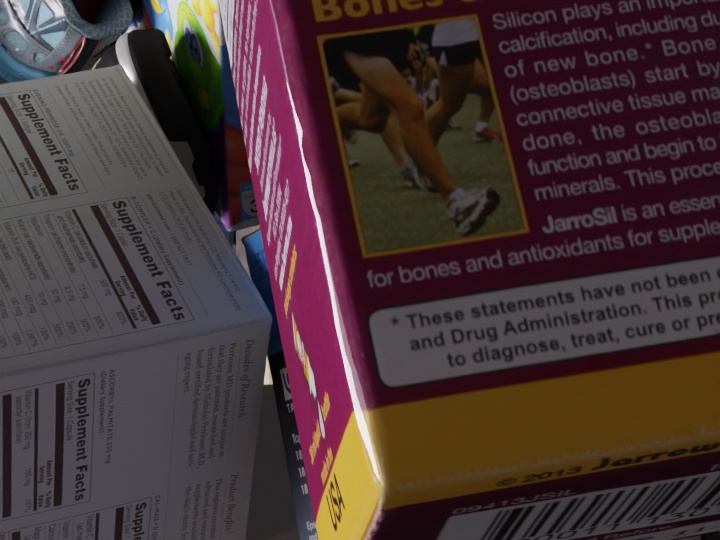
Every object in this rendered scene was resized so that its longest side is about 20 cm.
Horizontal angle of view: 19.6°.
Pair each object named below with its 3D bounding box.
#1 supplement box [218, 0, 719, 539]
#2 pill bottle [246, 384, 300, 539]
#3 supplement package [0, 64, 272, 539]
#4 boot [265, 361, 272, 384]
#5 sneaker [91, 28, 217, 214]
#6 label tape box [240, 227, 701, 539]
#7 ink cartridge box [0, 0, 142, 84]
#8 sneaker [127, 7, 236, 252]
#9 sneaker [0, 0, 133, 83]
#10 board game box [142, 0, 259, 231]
[{"bbox_3d":[0.039,-0.041,0.469,0.103,0.130,0.201,106,155,-69],"label":"supplement box"},{"bbox_3d":[-0.021,0.142,0.927,0.200,0.108,0.109,69,-177,-48],"label":"pill bottle"},{"bbox_3d":[-0.118,0.053,0.773,0.156,0.110,0.201,-124,32,-42],"label":"supplement package"},{"bbox_3d":[-0.062,0.080,1.102,0.154,0.072,0.201,-5,78,46],"label":"boot"},{"bbox_3d":[-0.114,-0.032,0.874,0.200,0.083,0.072,118,132,-66],"label":"sneaker"},{"bbox_3d":[0.036,0.068,0.654,0.144,0.063,0.201,-24,73,57],"label":"label tape box"},{"bbox_3d":[-0.198,-0.139,0.921,0.043,0.198,0.200,-5,136,46],"label":"ink cartridge box"},{"bbox_3d":[-0.102,-0.062,1.070,0.077,0.075,0.201,-116,16,-66],"label":"sneaker"},{"bbox_3d":[-0.120,-0.181,0.894,0.095,0.079,0.201,-5,87,58],"label":"sneaker"},{"bbox_3d":[-0.027,-0.133,0.831,0.103,0.105,0.201,-123,24,-45],"label":"board game box"}]
